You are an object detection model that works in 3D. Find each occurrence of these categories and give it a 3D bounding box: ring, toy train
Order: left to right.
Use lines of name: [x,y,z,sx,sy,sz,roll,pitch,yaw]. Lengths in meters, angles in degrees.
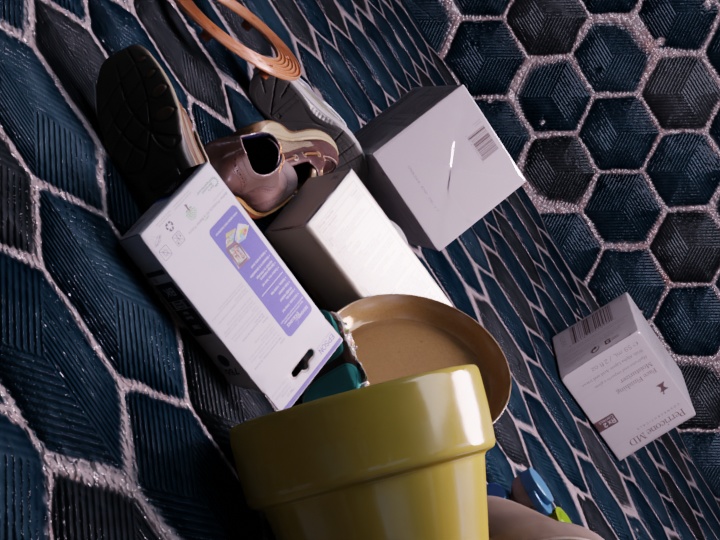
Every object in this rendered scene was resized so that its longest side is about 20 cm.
ring: [-0.153,-0.282,1.871,0.200,0.019,0.201,36,17,-13]
toy train: [0.179,0.292,1.694,0.200,0.115,0.085,48,17,-35]

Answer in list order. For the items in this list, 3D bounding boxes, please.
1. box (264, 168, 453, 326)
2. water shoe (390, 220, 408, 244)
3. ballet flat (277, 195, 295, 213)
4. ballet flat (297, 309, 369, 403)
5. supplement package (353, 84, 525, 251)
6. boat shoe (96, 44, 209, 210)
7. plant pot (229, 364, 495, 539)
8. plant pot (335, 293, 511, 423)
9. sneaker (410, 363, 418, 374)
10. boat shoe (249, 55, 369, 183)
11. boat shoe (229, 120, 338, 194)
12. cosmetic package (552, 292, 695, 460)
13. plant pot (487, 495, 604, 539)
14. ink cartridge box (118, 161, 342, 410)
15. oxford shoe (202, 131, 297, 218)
box: [0.000,0.000,1.700,0.095,0.077,0.201,-50,115,-31]
water shoe: [0.032,0.031,1.895,0.078,0.072,0.202,2,54,-40]
ballet flat: [-0.018,-0.024,1.777,0.201,0.072,0.072,53,14,-23]
ballet flat: [-0.019,0.110,1.486,0.064,0.075,0.201,58,14,-31]
supplement package: [0.084,-0.136,2.081,0.152,0.150,0.200,55,-10,-14]
boat shoe: [-0.171,-0.097,1.415,0.074,0.075,0.202,14,54,-78]
plant pot: [0.017,0.187,1.223,0.201,0.199,0.191,11,64,-72]
plant pot: [0.051,0.103,1.599,0.028,0.198,0.201,105,-25,-43]
sneaker: [0.056,0.182,1.625,0.100,0.069,0.201,56,14,-44]
boat shoe: [-0.061,-0.180,1.971,0.202,0.074,0.065,44,23,-25]
boat shoe: [-0.077,-0.115,1.791,0.200,0.072,0.073,11,56,-67]
cosmetic package: [0.461,0.185,2.831,0.201,0.164,0.165,52,15,-18]
plant pot: [0.133,0.290,1.437,0.201,0.199,0.174,51,-1,-25]
ink cartridge box: [-0.106,0.018,1.342,0.201,0.039,0.100,54,53,-18]
oxford shoe: [-0.100,-0.099,1.615,0.072,0.072,0.200,67,20,7]
